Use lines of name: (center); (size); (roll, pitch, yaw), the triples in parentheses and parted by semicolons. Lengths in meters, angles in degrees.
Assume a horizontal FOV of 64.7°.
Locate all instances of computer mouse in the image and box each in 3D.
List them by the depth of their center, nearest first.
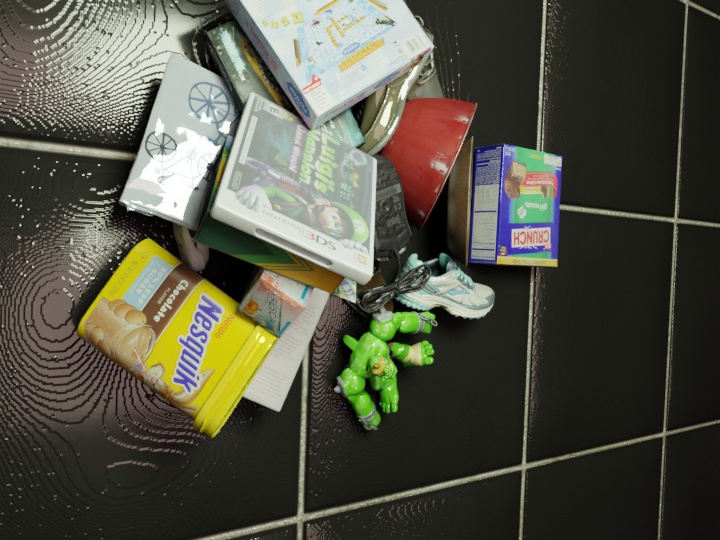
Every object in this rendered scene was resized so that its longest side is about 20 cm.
computer mouse: (0.011, -0.046, 0.794); (0.138, 0.046, 0.205); (-28, 107, -23)

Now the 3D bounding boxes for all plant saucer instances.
plant saucer: (0.161, -0.111, 0.919); (0.035, 0.200, 0.207); (3, 91, 11)

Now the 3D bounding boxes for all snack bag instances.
snack bag: (-0.172, -0.135, 0.697); (0.185, 0.021, 0.206); (21, 74, -25)

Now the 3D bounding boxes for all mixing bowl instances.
mixing bowl: (0.084, -0.177, 0.856); (0.106, 0.200, 0.204); (25, 78, 1)

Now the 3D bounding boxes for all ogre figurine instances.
ogre figurine: (0.032, 0.143, 0.879); (0.119, 0.099, 0.201); (29, 111, -39)

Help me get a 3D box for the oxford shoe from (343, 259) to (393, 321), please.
oxford shoe: (0.000, 0.000, 0.855); (0.073, 0.084, 0.202); (-43, 114, -24)

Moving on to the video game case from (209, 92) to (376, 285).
video game case: (-0.062, -0.098, 0.638); (0.178, 0.023, 0.204); (24, 44, -21)

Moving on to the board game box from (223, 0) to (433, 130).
board game box: (-0.038, -0.308, 0.703); (0.198, 0.041, 0.202); (-35, 91, -23)

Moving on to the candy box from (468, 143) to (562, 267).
candy box: (0.281, -0.111, 1.025); (0.165, 0.076, 0.207); (1, 94, -35)

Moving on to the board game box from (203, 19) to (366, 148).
board game box: (-0.092, -0.224, 0.719); (0.133, 0.028, 0.204); (-30, 98, -23)

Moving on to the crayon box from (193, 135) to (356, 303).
crayon box: (-0.077, -0.057, 0.649); (0.196, 0.052, 0.128); (23, 43, -23)

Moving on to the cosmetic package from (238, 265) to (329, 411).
cosmetic package: (-0.123, 0.075, 0.789); (0.100, 0.071, 0.205); (29, 78, -26)

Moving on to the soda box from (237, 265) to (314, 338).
soda box: (-0.080, -0.018, 0.708); (0.063, 0.068, 0.202); (34, 40, -12)

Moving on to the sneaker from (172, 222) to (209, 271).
sneaker: (-0.184, -0.104, 0.739); (0.112, 0.075, 0.207); (-4, 92, -28)

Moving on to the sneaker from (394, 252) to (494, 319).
sneaker: (0.149, 0.022, 0.930); (0.195, 0.078, 0.088); (7, 114, -28)

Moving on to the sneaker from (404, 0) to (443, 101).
sneaker: (0.083, -0.333, 0.888); (0.077, 0.081, 0.202); (-44, 113, -21)

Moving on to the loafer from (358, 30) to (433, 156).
loafer: (0.028, -0.251, 0.791); (0.069, 0.075, 0.204); (26, 87, -26)

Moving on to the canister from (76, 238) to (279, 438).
canister: (-0.214, 0.077, 0.681); (0.198, 0.087, 0.150); (35, 80, 0)

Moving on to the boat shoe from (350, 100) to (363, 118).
boat shoe: (-0.037, -0.249, 0.834); (0.073, 0.076, 0.203); (29, 75, 3)
